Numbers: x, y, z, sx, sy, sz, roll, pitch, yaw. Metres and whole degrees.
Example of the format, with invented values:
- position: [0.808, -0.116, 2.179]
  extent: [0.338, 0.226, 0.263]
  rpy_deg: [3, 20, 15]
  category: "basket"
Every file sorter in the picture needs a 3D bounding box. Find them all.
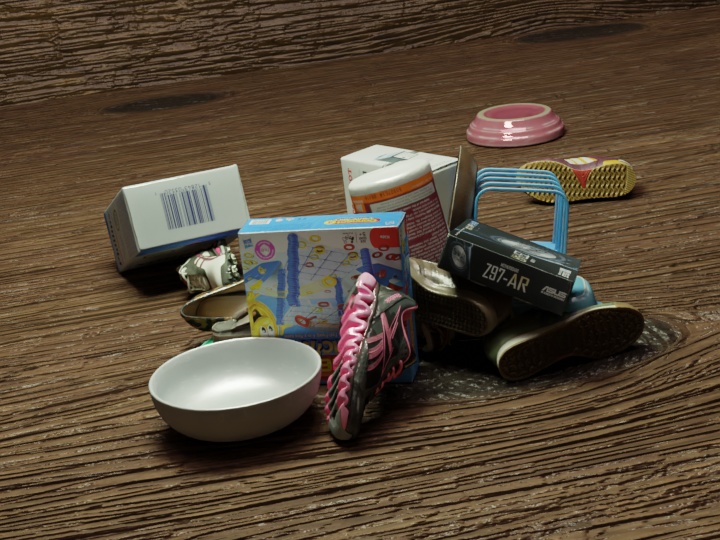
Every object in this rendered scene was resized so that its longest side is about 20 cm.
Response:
- position: [0.222, -0.069, 1.859]
  extent: [0.137, 0.125, 0.200]
  rpy_deg: [3, 12, 3]
  category: "file sorter"

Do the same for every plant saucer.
- position: [0.138, -0.072, 1.843]
  extent: [0.032, 0.203, 0.201]
  rpy_deg: [8, 20, 2]
  category: "plant saucer"
- position: [0.310, -0.296, 2.645]
  extent: [0.198, 0.052, 0.201]
  rpy_deg: [-5, 19, 2]
  category: "plant saucer"

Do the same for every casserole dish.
- position: [0.223, 0.041, 1.728]
  extent: [0.197, 0.039, 0.121]
  rpy_deg: [-4, 19, 9]
  category: "casserole dish"

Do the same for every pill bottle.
- position: [0.063, -0.033, 1.717]
  extent: [0.113, 0.202, 0.114]
  rpy_deg: [-16, 11, 3]
  category: "pill bottle"

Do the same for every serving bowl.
- position: [-0.140, 0.144, 1.502]
  extent: [0.197, 0.067, 0.200]
  rpy_deg: [-5, 19, 2]
  category: "serving bowl"

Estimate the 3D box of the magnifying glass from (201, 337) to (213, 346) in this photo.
- position: [-0.115, 0.087, 1.728]
  extent: [0.198, 0.023, 0.079]
  rpy_deg: [-14, 20, -23]
  category: "magnifying glass"

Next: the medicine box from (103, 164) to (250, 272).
- position: [-0.285, -0.078, 2.026]
  extent: [0.180, 0.104, 0.200]
  rpy_deg: [-14, -4, -21]
  category: "medicine box"

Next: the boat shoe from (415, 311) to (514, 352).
- position: [0.092, 0.075, 1.643]
  extent: [0.197, 0.073, 0.072]
  rpy_deg: [2, 40, 10]
  category: "boat shoe"

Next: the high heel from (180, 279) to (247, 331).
- position: [-0.135, 0.032, 1.709]
  extent: [0.142, 0.072, 0.199]
  rpy_deg: [-2, -20, -47]
  category: "high heel"

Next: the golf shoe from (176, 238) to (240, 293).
- position: [-0.215, 0.014, 1.910]
  extent: [0.087, 0.078, 0.200]
  rpy_deg: [-20, 13, -8]
  category: "golf shoe"

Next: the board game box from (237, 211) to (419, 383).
- position: [-0.037, 0.035, 1.581]
  extent: [0.197, 0.198, 0.056]
  rpy_deg: [-3, 19, 12]
  category: "board game box"

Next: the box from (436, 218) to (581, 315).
- position: [0.186, -0.008, 1.610]
  extent: [0.158, 0.044, 0.200]
  rpy_deg: [21, 11, 9]
  category: "box"

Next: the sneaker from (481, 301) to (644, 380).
- position: [0.237, 0.069, 1.592]
  extent: [0.198, 0.068, 0.090]
  rpy_deg: [-16, 26, -17]
  category: "sneaker"

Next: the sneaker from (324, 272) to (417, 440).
- position: [0.018, 0.101, 1.478]
  extent: [0.094, 0.202, 0.079]
  rpy_deg: [20, -29, -12]
  category: "sneaker"

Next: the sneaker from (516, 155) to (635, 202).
- position: [0.360, -0.155, 2.209]
  extent: [0.197, 0.076, 0.090]
  rpy_deg: [3, 12, 6]
  category: "sneaker"

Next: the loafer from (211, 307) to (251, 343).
- position: [-0.099, 0.056, 1.667]
  extent: [0.197, 0.064, 0.072]
  rpy_deg: [-7, 21, 16]
  category: "loafer"

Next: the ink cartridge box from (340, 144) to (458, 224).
- position: [0.069, -0.103, 2.020]
  extent: [0.085, 0.148, 0.199]
  rpy_deg: [-23, 25, -37]
  category: "ink cartridge box"

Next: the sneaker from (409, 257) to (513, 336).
- position: [0.095, 0.025, 1.613]
  extent: [0.199, 0.071, 0.075]
  rpy_deg: [26, 34, 31]
  category: "sneaker"
